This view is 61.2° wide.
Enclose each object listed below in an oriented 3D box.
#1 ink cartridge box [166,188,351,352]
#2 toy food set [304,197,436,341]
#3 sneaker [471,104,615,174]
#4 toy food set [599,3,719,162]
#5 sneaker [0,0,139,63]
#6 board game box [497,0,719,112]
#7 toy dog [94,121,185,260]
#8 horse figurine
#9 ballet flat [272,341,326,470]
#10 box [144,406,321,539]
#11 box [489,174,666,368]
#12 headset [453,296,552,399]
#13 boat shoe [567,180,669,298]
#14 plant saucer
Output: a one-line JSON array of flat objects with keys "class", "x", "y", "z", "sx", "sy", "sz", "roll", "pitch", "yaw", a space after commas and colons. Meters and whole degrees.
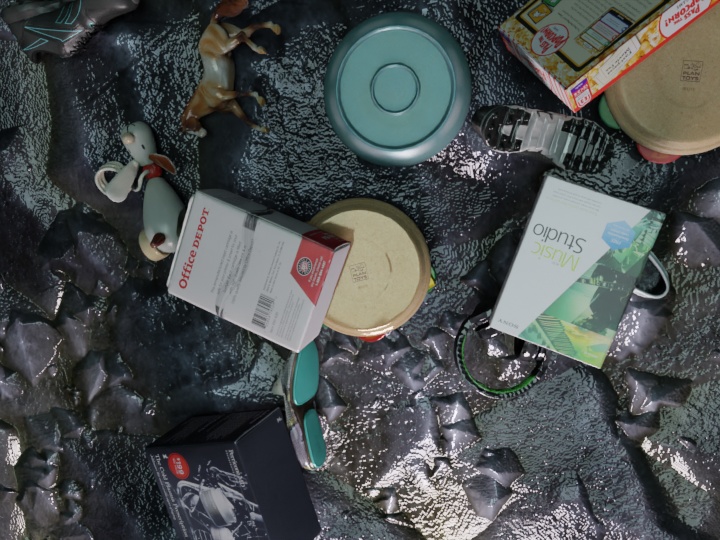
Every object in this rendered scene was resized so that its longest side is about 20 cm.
[{"class": "ink cartridge box", "x": -0.133, "y": -0.005, "z": 0.800, "sx": 0.199, "sy": 0.083, "sz": 0.147, "roll": 24, "pitch": 106, "yaw": 10}, {"class": "toy food set", "x": 0.000, "y": 0.000, "z": 0.844, "sx": 0.199, "sy": 0.049, "sz": 0.198, "roll": -30, "pitch": 95, "yaw": 12}, {"class": "sneaker", "x": 0.226, "y": -0.173, "z": 0.770, "sx": 0.199, "sy": 0.091, "sz": 0.067, "roll": 8, "pitch": 112, "yaw": -20}, {"class": "toy food set", "x": 0.389, "y": -0.236, "z": 0.737, "sx": 0.199, "sy": 0.049, "sz": 0.199, "roll": -10, "pitch": 97, "yaw": 8}, {"class": "sneaker", "x": -0.386, "y": -0.339, "z": 0.833, "sx": 0.199, "sy": 0.075, "sz": 0.080, "roll": -5, "pitch": 113, "yaw": 15}, {"class": "board game box", "x": 0.284, "y": -0.301, "z": 0.706, "sx": 0.200, "sy": 0.046, "sz": 0.152, "roll": -37, "pitch": 52, "yaw": 13}, {"class": "toy dog", "x": -0.292, "y": -0.100, "z": 0.841, "sx": 0.132, "sy": 0.096, "sz": 0.200, "roll": -40, "pitch": 93, "yaw": 12}, {"class": "horse figurine", "x": -0.176, "y": -0.270, "z": 0.812, "sx": 0.132, "sy": 0.050, "sz": 0.201, "roll": 17, "pitch": 111, "yaw": 22}, {"class": "ballet flat", "x": -0.096, "y": 0.192, "z": 0.886, "sx": 0.072, "sy": 0.072, "sz": 0.201, "roll": -4, "pitch": 99, "yaw": 9}, {"class": "box", "x": -0.181, "y": 0.313, "z": 0.871, "sx": 0.181, "sy": 0.104, "sz": 0.201, "roll": -14, "pitch": 98, "yaw": 30}, {"class": "box", "x": 0.258, "y": 0.001, "z": 0.743, "sx": 0.144, "sy": 0.036, "sz": 0.201, "roll": 20, "pitch": 102, "yaw": 10}, {"class": "headset", "x": 0.207, "y": 0.074, "z": 0.805, "sx": 0.123, "sy": 0.094, "sz": 0.201, "roll": 30, "pitch": 86, "yaw": 1}, {"class": "boat shoe", "x": 0.318, "y": -0.040, "z": 0.780, "sx": 0.201, "sy": 0.072, "sz": 0.070, "roll": 42, "pitch": 103, "yaw": -1}, {"class": "plant saucer", "x": 0.046, "y": -0.238, "z": 0.805, "sx": 0.199, "sy": 0.027, "sz": 0.201, "roll": 2, "pitch": 100, "yaw": 8}]
